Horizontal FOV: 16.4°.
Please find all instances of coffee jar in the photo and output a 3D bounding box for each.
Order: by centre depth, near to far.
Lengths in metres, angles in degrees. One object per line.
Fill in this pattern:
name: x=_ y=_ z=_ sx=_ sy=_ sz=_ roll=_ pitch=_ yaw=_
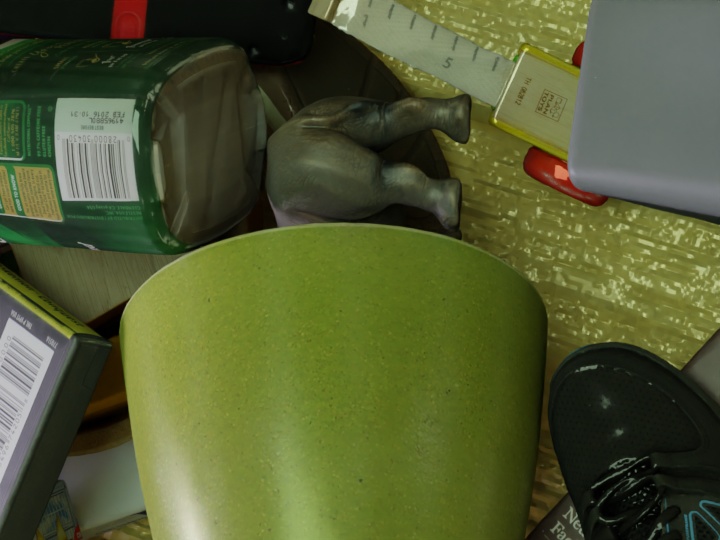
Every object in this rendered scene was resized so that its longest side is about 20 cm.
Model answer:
coffee jar: x=-0.148 y=-0.055 z=1.069 sx=0.199 sy=0.104 sz=0.086 roll=3 pitch=107 yaw=26

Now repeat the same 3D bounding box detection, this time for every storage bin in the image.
storage bin: x=0.178 y=-0.068 z=0.993 sx=0.134 sy=0.200 sz=0.146 roll=8 pitch=90 yaw=31

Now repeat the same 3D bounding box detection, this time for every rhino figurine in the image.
rhino figurine: x=0.000 y=0.000 z=1.103 sx=0.087 sy=0.201 sz=0.060 roll=7 pitch=48 yaw=4

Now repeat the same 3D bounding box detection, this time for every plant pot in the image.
plant pot: x=-0.008 y=0.114 z=1.032 sx=0.186 sy=0.187 sz=0.201 roll=-14 pitch=59 yaw=20

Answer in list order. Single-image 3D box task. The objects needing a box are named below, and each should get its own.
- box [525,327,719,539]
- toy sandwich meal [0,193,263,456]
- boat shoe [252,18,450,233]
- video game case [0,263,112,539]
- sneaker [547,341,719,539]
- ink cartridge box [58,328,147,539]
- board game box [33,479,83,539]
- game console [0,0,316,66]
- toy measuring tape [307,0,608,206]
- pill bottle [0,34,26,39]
box: x=0.151 y=0.109 z=1.073 sx=0.100 sy=0.075 sz=0.200 roll=45 pitch=101 yaw=19
toy sandwich meal: x=-0.138 y=-0.010 z=1.154 sx=0.204 sy=0.070 sz=0.207 roll=-3 pitch=83 yaw=22
boat shoe: x=-0.037 y=-0.081 z=1.172 sx=0.200 sy=0.072 sz=0.076 roll=51 pitch=139 yaw=8
video game case: x=-0.209 y=0.083 z=1.136 sx=0.180 sy=0.025 sz=0.201 roll=32 pitch=103 yaw=40
sneaker: x=0.127 y=0.114 z=0.996 sx=0.073 sy=0.082 sz=0.201 roll=-35 pitch=67 yaw=21
ink cartridge box: x=-0.148 y=0.030 z=1.215 sx=0.199 sy=0.041 sz=0.201 roll=-21 pitch=79 yaw=19
board game box: x=-0.173 y=0.209 z=1.174 sx=0.200 sy=0.062 sz=0.200 roll=42 pitch=110 yaw=11
game console: x=-0.097 y=-0.192 z=1.080 sx=0.176 sy=0.031 sz=0.201 roll=5 pitch=112 yaw=-7
toy measuring tape: x=0.068 y=-0.081 z=1.101 sx=0.199 sy=0.074 sz=0.074 roll=25 pitch=96 yaw=-8
pill bottle: x=-0.161 y=-0.184 z=1.159 sx=0.200 sy=0.112 sz=0.113 roll=-47 pitch=71 yaw=21
